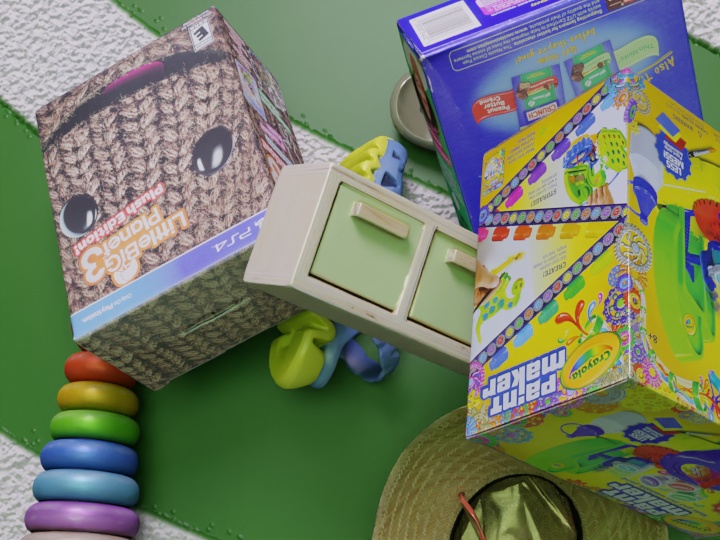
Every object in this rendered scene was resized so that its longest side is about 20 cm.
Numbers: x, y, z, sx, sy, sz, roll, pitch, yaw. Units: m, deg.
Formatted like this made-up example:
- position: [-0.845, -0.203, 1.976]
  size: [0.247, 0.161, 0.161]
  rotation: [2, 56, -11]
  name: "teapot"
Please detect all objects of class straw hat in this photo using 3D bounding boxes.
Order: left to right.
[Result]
- position: [0.104, 0.179, 0.781]
  size: [0.199, 0.085, 0.203]
  rotation: [0, 89, 12]
  name: "straw hat"

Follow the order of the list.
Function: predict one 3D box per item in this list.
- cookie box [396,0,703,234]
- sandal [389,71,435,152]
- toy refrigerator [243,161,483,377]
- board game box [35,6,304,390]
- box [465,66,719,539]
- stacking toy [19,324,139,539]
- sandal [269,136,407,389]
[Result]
- position: [0.135, -0.095, 0.785]
  size: [0.170, 0.201, 0.075]
  rotation: [-20, 31, 1]
  name: "cookie box"
- position: [0.120, -0.111, 0.855]
  size: [0.199, 0.057, 0.081]
  rotation: [5, 79, 3]
  name: "sandal"
- position: [0.037, 0.009, 0.716]
  size: [0.199, 0.070, 0.077]
  rotation: [25, 79, -29]
  name: "toy refrigerator"
- position: [-0.122, -0.050, 0.811]
  size: [0.158, 0.097, 0.201]
  rotation: [-28, 57, 12]
  name: "board game box"
- position: [0.177, 0.028, 0.686]
  size: [0.199, 0.122, 0.194]
  rotation: [26, 55, -30]
  name: "box"
- position: [-0.193, 0.110, 0.842]
  size: [0.084, 0.085, 0.202]
  rotation: [0, 72, 7]
  name: "stacking toy"
- position: [0.000, 0.000, 0.848]
  size: [0.086, 0.079, 0.202]
  rotation: [22, 74, -21]
  name: "sandal"
